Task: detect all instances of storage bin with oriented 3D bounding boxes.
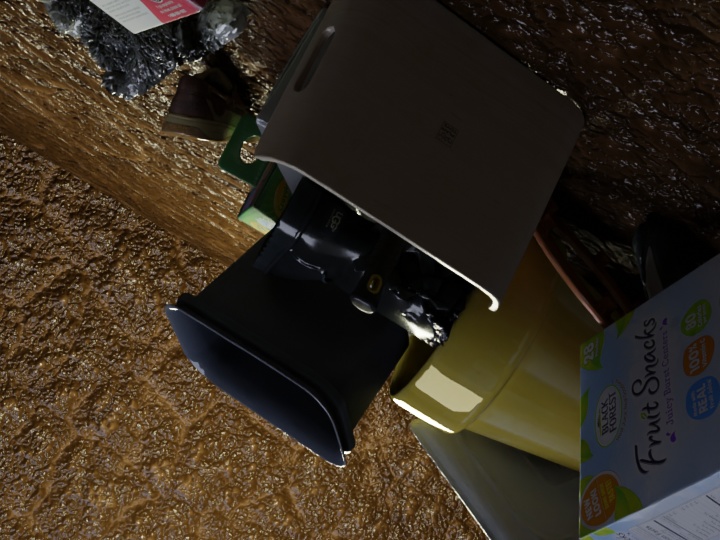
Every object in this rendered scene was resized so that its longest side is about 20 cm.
[{"bbox_3d":[-0.053,0.064,0.986,0.199,0.134,0.146,30,153,27],"label":"storage bin"}]

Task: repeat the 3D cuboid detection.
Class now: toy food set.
[{"bbox_3d":[0.044,-0.085,0.712,0.199,0.145,0.060,31,167,-17],"label":"toy food set"}]

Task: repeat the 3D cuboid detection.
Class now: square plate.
[{"bbox_3d":[0.177,0.180,1.007,0.201,0.196,0.029,52,145,33],"label":"square plate"}]

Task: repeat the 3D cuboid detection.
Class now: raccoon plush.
[{"bbox_3d":[-0.191,-0.239,0.919,0.199,0.097,0.134,-19,125,38],"label":"raccoon plush"}]

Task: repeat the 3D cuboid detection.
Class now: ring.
[{"bbox_3d":[0.199,0.010,0.890,0.200,0.019,0.201,44,-161,-19],"label":"ring"}]

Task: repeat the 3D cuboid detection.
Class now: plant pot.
[{"bbox_3d":[0.154,0.076,0.959,0.188,0.202,0.201,32,171,-3],"label":"plant pot"}]

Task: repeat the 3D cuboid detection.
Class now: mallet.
[{"bbox_3d":[0.031,-0.063,0.744,0.066,0.201,0.041,39,149,-10],"label":"mallet"}]

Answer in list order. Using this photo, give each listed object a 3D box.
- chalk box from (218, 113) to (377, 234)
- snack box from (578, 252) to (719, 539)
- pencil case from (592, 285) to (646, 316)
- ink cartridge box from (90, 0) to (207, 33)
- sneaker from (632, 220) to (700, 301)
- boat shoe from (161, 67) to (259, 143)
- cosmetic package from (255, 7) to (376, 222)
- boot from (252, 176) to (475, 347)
[{"bbox_3d":[-0.041,-0.082,1.069,0.199,0.126,0.124,30,171,-12],"label":"chalk box"},{"bbox_3d":[0.231,0.079,0.693,0.067,0.170,0.200,31,132,-19],"label":"snack box"},{"bbox_3d":[0.239,0.064,1.101,0.090,0.094,0.199,35,170,-34],"label":"pencil case"},{"bbox_3d":[-0.188,-0.254,0.702,0.199,0.084,0.145,34,170,-28],"label":"ink cartridge box"},{"bbox_3d":[0.285,0.028,0.874,0.201,0.084,0.075,53,-156,-32],"label":"sneaker"},{"bbox_3d":[-0.147,-0.171,1.105,0.071,0.073,0.200,9,-172,12],"label":"boat shoe"},{"bbox_3d":[-0.011,-0.111,0.873,0.089,0.108,0.200,28,169,8],"label":"cosmetic package"},{"bbox_3d":[0.000,-0.001,0.888,0.161,0.074,0.198,31,167,-6],"label":"boot"}]
